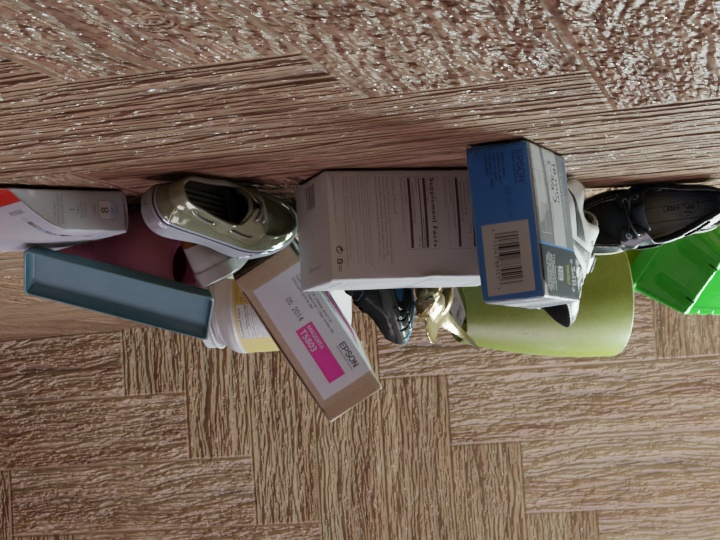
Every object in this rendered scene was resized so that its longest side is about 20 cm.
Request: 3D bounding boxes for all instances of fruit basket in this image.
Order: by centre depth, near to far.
[{"bbox_3d":[0.406,-0.029,2.027,0.215,0.156,0.216,28,-159,-11],"label":"fruit basket"}]

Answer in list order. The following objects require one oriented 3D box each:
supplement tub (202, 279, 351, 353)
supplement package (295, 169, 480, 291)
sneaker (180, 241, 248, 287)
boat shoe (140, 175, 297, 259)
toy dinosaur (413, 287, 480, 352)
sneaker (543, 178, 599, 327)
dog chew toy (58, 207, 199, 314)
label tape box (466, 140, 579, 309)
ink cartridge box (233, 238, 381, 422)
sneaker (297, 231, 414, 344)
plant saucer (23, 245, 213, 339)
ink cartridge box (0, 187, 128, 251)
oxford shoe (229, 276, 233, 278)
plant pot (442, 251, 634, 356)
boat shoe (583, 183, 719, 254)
[{"bbox_3d":[-0.121,0.041,2.179,0.199,0.146,0.145,-5,175,10],"label":"supplement tub"},{"bbox_3d":[0.046,-0.040,1.569,0.199,0.110,0.114,-2,174,-19],"label":"supplement package"},{"bbox_3d":[-0.143,-0.052,1.642,0.073,0.085,0.200,-26,-170,14],"label":"sneaker"},{"bbox_3d":[-0.126,-0.054,1.531,0.062,0.072,0.199,-17,166,39],"label":"boat shoe"},{"bbox_3d":[0.083,0.034,1.723,0.058,0.102,0.200,-4,165,18],"label":"toy dinosaur"},{"bbox_3d":[0.231,-0.018,1.711,0.088,0.074,0.200,-37,143,-19],"label":"sneaker"},{"bbox_3d":[-0.268,-0.009,1.689,0.199,0.125,0.124,2,179,31],"label":"dog chew toy"},{"bbox_3d":[0.166,-0.039,1.481,0.063,0.145,0.200,-8,174,21],"label":"label tape box"},{"bbox_3d":[-0.065,0.048,1.726,0.075,0.201,0.165,-32,-162,1],"label":"ink cartridge box"},{"bbox_3d":[0.000,0.000,1.703,0.082,0.201,0.073,-12,-148,23],"label":"sneaker"},{"bbox_3d":[-0.248,0.021,1.594,0.199,0.019,0.070,15,138,0],"label":"plant saucer"},{"bbox_3d":[-0.356,-0.048,1.536,0.199,0.048,0.160,-2,176,-41],"label":"ink cartridge box"},{"bbox_3d":[-0.214,-0.033,1.807,0.199,0.075,0.058,5,133,-5],"label":"oxford shoe"},{"bbox_3d":[0.210,0.029,1.930,0.199,0.188,0.187,-8,176,-16],"label":"plant pot"},{"bbox_3d":[0.323,-0.062,1.746,0.198,0.075,0.066,-4,173,-5],"label":"boat shoe"}]
